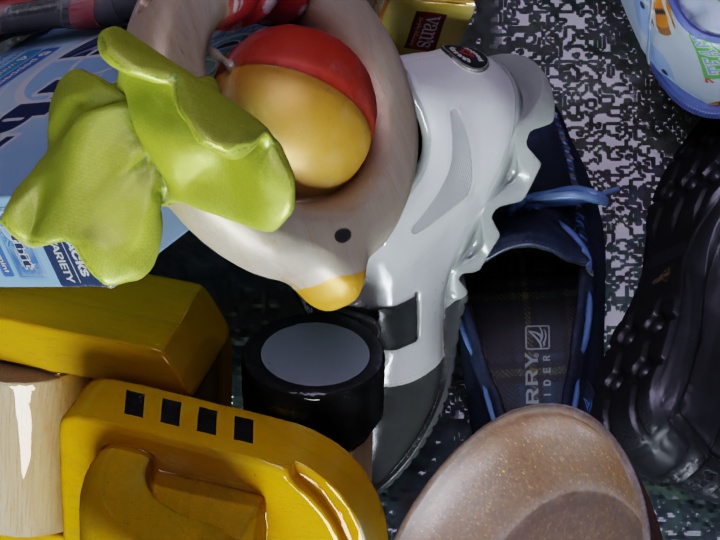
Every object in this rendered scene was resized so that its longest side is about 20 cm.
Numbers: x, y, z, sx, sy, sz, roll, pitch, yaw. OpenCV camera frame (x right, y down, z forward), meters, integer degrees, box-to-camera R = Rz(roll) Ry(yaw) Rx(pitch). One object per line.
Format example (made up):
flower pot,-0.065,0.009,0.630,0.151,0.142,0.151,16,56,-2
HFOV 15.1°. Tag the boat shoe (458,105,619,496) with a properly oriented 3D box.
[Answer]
boat shoe,0.075,0.000,1.137,0.084,0.069,0.201,-11,65,0

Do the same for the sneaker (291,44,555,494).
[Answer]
sneaker,0.000,0.000,1.093,0.074,0.088,0.201,34,110,44

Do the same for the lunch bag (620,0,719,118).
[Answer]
lunch bag,0.181,-0.158,1.147,0.159,0.076,0.201,-16,57,-4

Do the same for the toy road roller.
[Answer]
toy road roller,-0.086,0.089,1.049,0.199,0.123,0.146,12,34,15

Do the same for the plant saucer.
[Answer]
plant saucer,0.060,0.151,1.029,0.037,0.200,0.201,19,63,-27

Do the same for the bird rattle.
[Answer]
bird rattle,-0.046,-0.073,0.990,0.112,0.163,0.201,-26,38,36

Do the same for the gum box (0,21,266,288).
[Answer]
gum box,-0.113,-0.053,1.100,0.199,0.045,0.170,-2,29,47

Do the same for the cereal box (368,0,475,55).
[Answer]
cereal box,0.021,-0.160,1.165,0.039,0.144,0.201,7,60,-8

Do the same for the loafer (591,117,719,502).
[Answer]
loafer,0.155,0.005,1.137,0.070,0.068,0.201,35,57,-22

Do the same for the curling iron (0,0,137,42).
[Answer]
curling iron,-0.104,-0.119,1.153,0.199,0.026,0.050,-6,23,39
